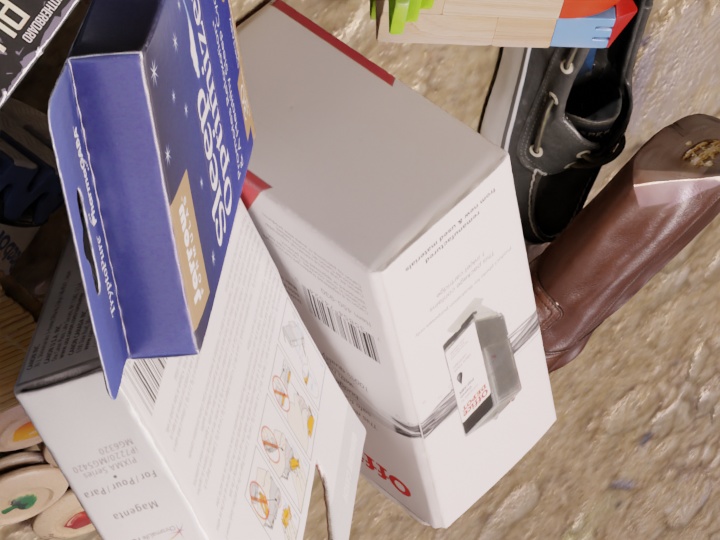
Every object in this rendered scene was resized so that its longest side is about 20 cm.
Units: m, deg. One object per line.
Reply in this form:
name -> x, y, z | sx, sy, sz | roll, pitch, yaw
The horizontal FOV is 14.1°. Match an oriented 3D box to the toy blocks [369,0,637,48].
toy blocks -> 0.081, -0.150, 1.196 | 0.137, 0.100, 0.200 | 2, 154, -5

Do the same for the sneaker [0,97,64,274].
sneaker -> -0.191, -0.007, 1.099 | 0.199, 0.081, 0.115 | 2, 118, -54

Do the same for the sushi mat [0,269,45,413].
sushi mat -> -0.206, 0.053, 1.107 | 0.200, 0.012, 0.096 | -24, 145, 14

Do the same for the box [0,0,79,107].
box -> -0.200, -0.084, 0.932 | 0.164, 0.086, 0.200 | 35, 94, -20

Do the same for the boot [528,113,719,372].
boot -> 0.090, 0.004, 1.405 | 0.186, 0.064, 0.200 | -26, 166, -48

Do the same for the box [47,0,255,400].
box -> -0.071, -0.054, 1.050 | 0.200, 0.032, 0.121 | -78, 162, -58

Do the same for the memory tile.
memory tile -> -0.129, 0.067, 1.252 | 0.153, 0.017, 0.200 | -35, 153, 22

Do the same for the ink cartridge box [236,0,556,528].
ink cartridge box -> 0.000, 0.000, 1.280 | 0.083, 0.147, 0.200 | -42, 148, -19

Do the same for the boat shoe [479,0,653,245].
boat shoe -> 0.102, -0.081, 1.406 | 0.069, 0.057, 0.200 | -29, 143, -30

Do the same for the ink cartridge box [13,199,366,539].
ink cartridge box -> -0.060, 0.055, 1.141 | 0.044, 0.200, 0.174 | -19, 117, 16
